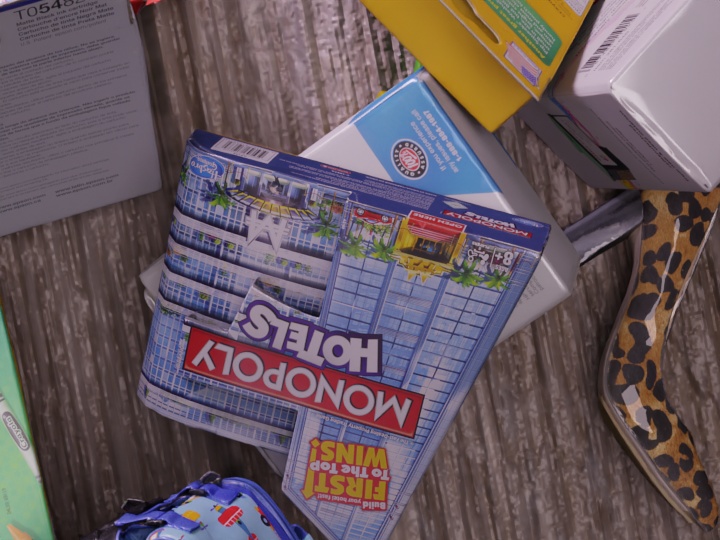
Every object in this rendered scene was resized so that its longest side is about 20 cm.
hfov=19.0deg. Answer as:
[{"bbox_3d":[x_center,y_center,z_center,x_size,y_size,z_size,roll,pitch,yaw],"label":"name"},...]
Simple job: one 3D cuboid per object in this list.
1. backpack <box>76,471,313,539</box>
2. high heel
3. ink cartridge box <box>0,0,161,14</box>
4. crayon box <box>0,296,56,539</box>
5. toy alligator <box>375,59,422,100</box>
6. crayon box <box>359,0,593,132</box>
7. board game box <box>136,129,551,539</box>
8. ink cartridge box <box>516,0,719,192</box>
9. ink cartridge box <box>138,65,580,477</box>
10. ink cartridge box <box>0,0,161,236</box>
[{"bbox_3d":[-0.067,0.193,1.109,0.134,0.200,0.183,-38,84,19],"label":"backpack"},{"bbox_3d":[0.199,0.040,1.267,0.142,0.071,0.201,-31,87,-2],"label":"high heel"},{"bbox_3d":[-0.189,-0.184,1.163,0.199,0.067,0.117,-16,94,-10],"label":"ink cartridge box"},{"bbox_3d":[-0.206,0.104,1.175,0.058,0.119,0.202,-13,93,-9],"label":"crayon box"},{"bbox_3d":[0.040,-0.092,1.248,0.059,0.054,0.202,12,89,-10],"label":"toy alligator"},{"bbox_3d":[0.060,-0.159,1.184,0.126,0.200,0.052,45,120,-8],"label":"crayon box"},{"bbox_3d":[-0.020,0.050,1.134,0.198,0.062,0.201,15,107,6],"label":"board game box"},{"bbox_3d":[0.179,-0.123,1.200,0.084,0.200,0.145,44,84,-11],"label":"ink cartridge box"},{"bbox_3d":[0.000,0.000,1.193,0.199,0.085,0.145,-34,96,16],"label":"ink cartridge box"},{"bbox_3d":[-0.210,-0.085,1.140,0.198,0.200,0.041,-17,60,-10],"label":"ink cartridge box"}]
